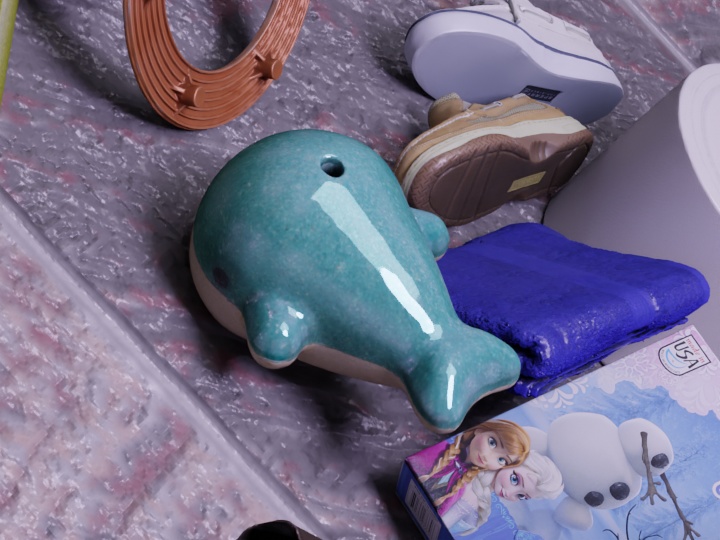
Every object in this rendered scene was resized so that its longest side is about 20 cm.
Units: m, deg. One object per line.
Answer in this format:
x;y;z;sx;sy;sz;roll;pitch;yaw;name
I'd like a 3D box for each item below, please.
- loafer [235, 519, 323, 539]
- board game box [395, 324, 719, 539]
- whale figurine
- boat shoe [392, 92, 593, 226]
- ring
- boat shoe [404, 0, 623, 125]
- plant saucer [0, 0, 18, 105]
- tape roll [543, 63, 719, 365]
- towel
-0.028;0.160;1.327;0.200;0.073;0.072;-4;101;-48;loafer
0.154;0.151;1.473;0.199;0.043;0.200;-23;63;-22;board game box
0.000;0.000;1.464;0.200;0.104;0.159;40;47;21;whale figurine
0.068;-0.078;1.697;0.076;0.072;0.200;44;25;20;boat shoe
-0.073;-0.178;1.548;0.019;0.201;0.200;14;23;28;ring
0.095;-0.159;1.785;0.202;0.075;0.086;9;51;-45;boat shoe
-0.263;-0.157;1.424;0.199;0.048;0.200;29;39;-25;plant saucer
0.238;-0.016;1.742;0.202;0.139;0.203;28;38;-25;tape roll
0.100;0.023;1.596;0.147;0.050;0.200;16;19;32;towel
